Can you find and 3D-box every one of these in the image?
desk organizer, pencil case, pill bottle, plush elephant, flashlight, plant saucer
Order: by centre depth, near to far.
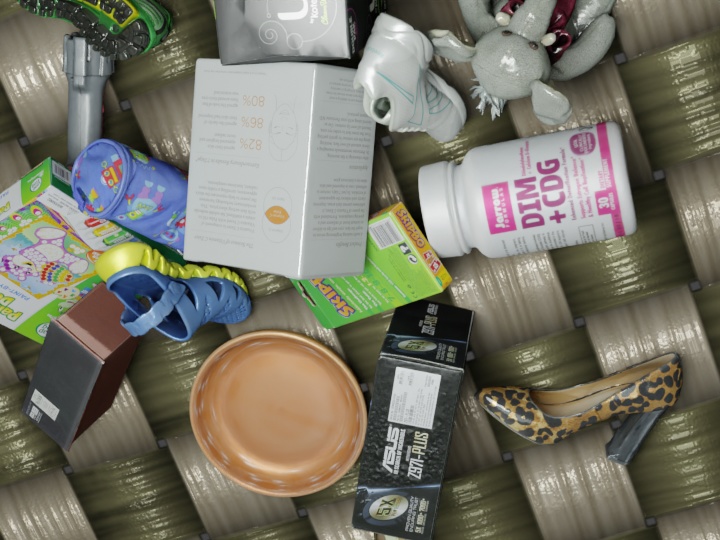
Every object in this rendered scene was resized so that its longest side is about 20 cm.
[{"bbox_3d":[0.152,-0.221,1.205,0.165,0.155,0.200,25,110,0],"label":"plush elephant"},{"bbox_3d":[0.164,-0.074,1.276,0.200,0.113,0.114,-10,107,13],"label":"pill bottle"},{"bbox_3d":[-0.200,-0.066,1.300,0.087,0.200,0.078,-48,55,14],"label":"pencil case"},{"bbox_3d":[-0.283,-0.146,1.354,0.068,0.068,0.200,20,111,45],"label":"flashlight"},{"bbox_3d":[-0.298,0.105,1.394,0.072,0.077,0.200,39,139,6],"label":"desk organizer"},{"bbox_3d":[-0.089,0.155,1.436,0.200,0.037,0.201,3,109,7],"label":"plant saucer"}]

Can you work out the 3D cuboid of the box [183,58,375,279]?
[{"bbox_3d":[-0.078,-0.100,1.260,0.152,0.106,0.200,9,98,35],"label":"box"}]

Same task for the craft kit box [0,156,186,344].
[{"bbox_3d":[-0.320,-0.011,1.348,0.197,0.049,0.200,-29,141,24],"label":"craft kit box"}]

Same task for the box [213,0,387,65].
[{"bbox_3d":[-0.053,-0.278,1.194,0.124,0.200,0.149,-1,108,12],"label":"box"}]

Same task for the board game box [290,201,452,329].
[{"bbox_3d":[0.000,0.000,1.330,0.200,0.030,0.096,-22,106,48],"label":"board game box"}]

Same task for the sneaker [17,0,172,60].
[{"bbox_3d":[-0.277,-0.279,1.303,0.200,0.085,0.078,39,118,11],"label":"sneaker"}]

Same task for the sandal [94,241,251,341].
[{"bbox_3d":[-0.189,0.036,1.338,0.079,0.200,0.087,-30,63,32],"label":"sandal"}]

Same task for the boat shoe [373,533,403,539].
[{"bbox_3d":[0.055,0.326,1.458,0.076,0.072,0.200,-5,110,-6],"label":"boat shoe"}]

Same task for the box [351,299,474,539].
[{"bbox_3d":[0.056,0.152,1.344,0.086,0.164,0.200,11,111,6],"label":"box"}]

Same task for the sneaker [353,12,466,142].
[{"bbox_3d":[0.041,-0.165,1.233,0.070,0.200,0.080,29,83,29],"label":"sneaker"}]

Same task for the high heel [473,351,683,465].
[{"bbox_3d":[0.230,0.117,1.348,0.200,0.071,0.143,18,118,-15],"label":"high heel"}]
